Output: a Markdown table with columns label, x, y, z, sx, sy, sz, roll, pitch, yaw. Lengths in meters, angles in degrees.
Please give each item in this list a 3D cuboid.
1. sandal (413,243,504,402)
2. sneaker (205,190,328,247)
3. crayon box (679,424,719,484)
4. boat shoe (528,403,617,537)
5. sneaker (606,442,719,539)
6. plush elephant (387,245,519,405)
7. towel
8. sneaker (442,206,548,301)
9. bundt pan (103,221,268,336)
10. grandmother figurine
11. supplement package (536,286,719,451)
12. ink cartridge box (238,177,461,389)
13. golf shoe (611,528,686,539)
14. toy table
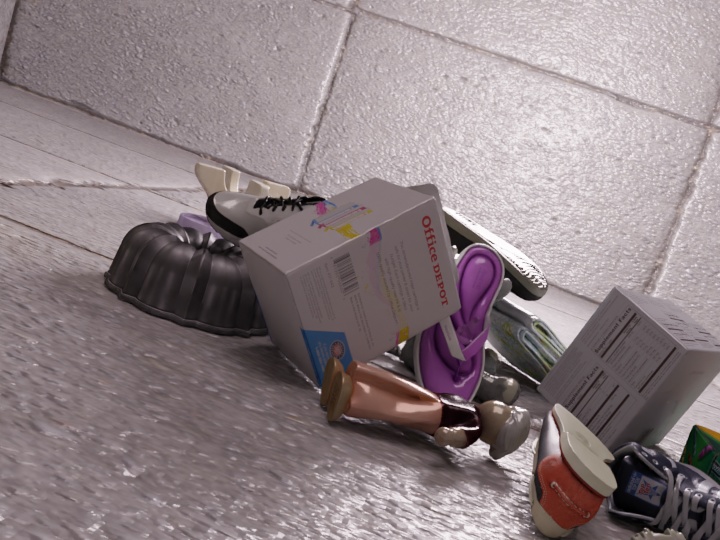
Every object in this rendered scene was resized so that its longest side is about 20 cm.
| label | x | y | z | sx | sy | sz | roll | pitch | yaw |
| --- | --- | --- | --- | --- | --- | --- | --- | --- | --- |
| sandal | 0.109 | 0.053 | 0.872 | 0.081 | 0.206 | 0.050 | 20 | -27 | -4 |
| sneaker | -0.080 | -0.062 | 0.924 | 0.196 | 0.081 | 0.075 | 15 | 44 | -2 |
| crayon box | 0.460 | 0.245 | 0.878 | 0.196 | 0.059 | 0.119 | 21 | 8 | 10 |
| boat shoe | 0.178 | 0.169 | 0.696 | 0.071 | 0.063 | 0.200 | 38 | 11 | 8 |
| sneaker | 0.285 | 0.205 | 0.679 | 0.107 | 0.071 | 0.200 | 21 | 0 | -20 |
| plush elephant | 0.115 | 0.050 | 0.995 | 0.196 | 0.158 | 0.165 | 20 | 8 | 3 |
| towel | 0.219 | 0.091 | 1.130 | 0.171 | 0.048 | 0.199 | 47 | -7 | -30 |
| sneaker | 0.159 | 0.008 | 1.083 | 0.074 | 0.108 | 0.200 | 8 | 25 | -44 |
| bundt pan | -0.182 | 0.001 | 0.913 | 0.198 | 0.077 | 0.202 | 20 | 8 | -3 |
| grandmother figurine | 0.066 | 0.128 | 0.732 | 0.196 | 0.062 | 0.122 | 14 | 18 | -16 |
| supplement package | 0.335 | 0.122 | 0.975 | 0.198 | 0.157 | 0.111 | 10 | 30 | -51 |
| ink cartridge box | 0.000 | 0.000 | 0.828 | 0.197 | 0.131 | 0.125 | -26 | 27 | -21 |
| golf shoe | 0.144 | 0.203 | 0.439 | 0.197 | 0.079 | 0.098 | 6 | 31 | -38 |
| toy table | -0.218 | -0.112 | 1.436 | 0.198 | 0.119 | 0.182 | 10 | 12 | -45 |
